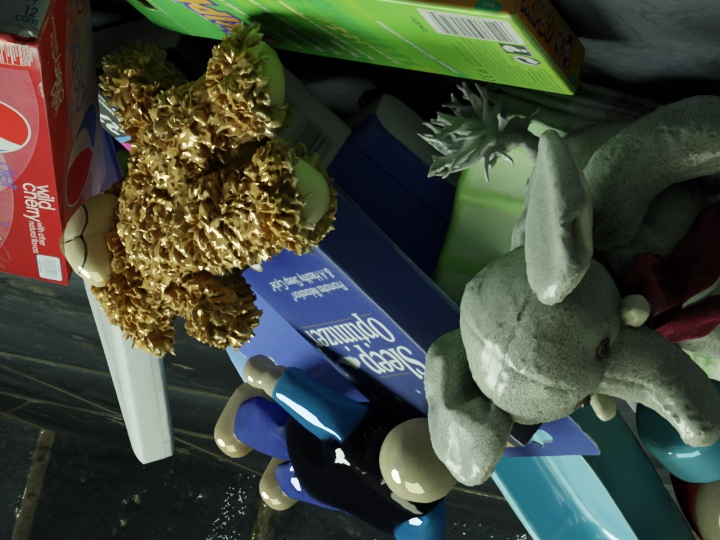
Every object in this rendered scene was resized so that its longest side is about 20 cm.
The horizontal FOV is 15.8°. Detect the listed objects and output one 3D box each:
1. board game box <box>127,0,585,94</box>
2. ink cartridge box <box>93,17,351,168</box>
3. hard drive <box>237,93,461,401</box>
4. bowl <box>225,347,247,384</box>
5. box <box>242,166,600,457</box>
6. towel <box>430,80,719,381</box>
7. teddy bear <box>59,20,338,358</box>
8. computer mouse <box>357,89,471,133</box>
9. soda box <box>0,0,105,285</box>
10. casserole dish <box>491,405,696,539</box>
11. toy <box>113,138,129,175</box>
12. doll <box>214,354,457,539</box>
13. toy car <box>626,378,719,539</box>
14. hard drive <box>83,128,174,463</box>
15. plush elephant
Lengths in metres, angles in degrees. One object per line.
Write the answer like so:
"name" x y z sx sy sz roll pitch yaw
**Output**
"board game box" -0.014 -0.111 1.074 0.199 0.030 0.096 8 168 22
"ink cartridge box" -0.089 -0.079 1.265 0.095 0.037 0.200 42 162 -20
"hard drive" 0.000 0.000 1.288 0.132 0.025 0.200 39 140 -16
"bowl" -0.011 0.034 1.481 0.039 0.202 0.200 -34 145 23
"box" 0.015 0.031 1.223 0.200 0.032 0.121 43 162 -12
"towel" 0.138 -0.009 1.179 0.199 0.031 0.150 15 133 1
"teddy bear" -0.077 -0.031 1.136 0.066 0.146 0.200 -19 -171 -32
"computer mouse" 0.074 -0.038 1.296 0.140 0.046 0.200 10 169 23
"soda box" -0.157 -0.077 1.169 0.063 0.070 0.200 13 150 5
"casserole dish" 0.112 0.108 1.317 0.121 0.039 0.200 22 153 50
"toy" -0.128 -0.036 1.527 0.200 0.047 0.115 43 166 10
"doll" -0.011 0.090 1.285 0.137 0.048 0.200 51 160 -18
"toy car" 0.206 0.042 1.366 0.184 0.177 0.200 41 -176 -42
"hard drive" -0.134 0.002 1.413 0.027 0.133 0.200 -15 151 -8
"plush elephant" 0.105 0.011 1.081 0.199 0.155 0.165 20 136 0
